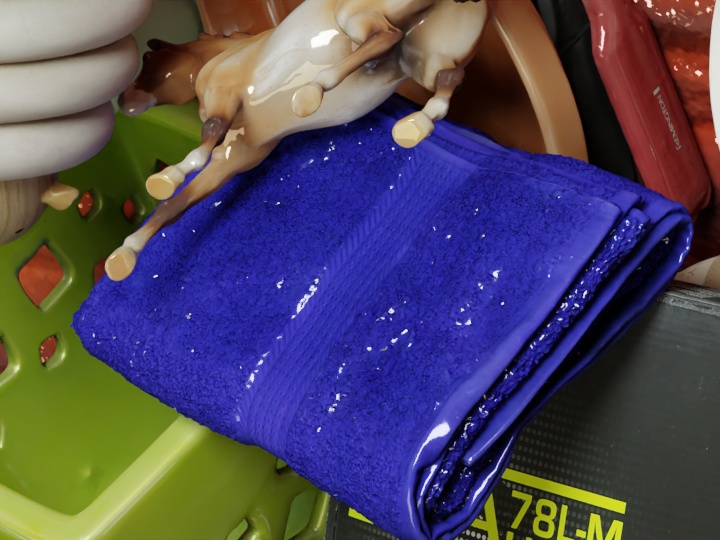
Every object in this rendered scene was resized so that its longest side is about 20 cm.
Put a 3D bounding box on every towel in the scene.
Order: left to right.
[{"bbox_3d":[0.000,0.000,1.016,0.200,0.148,0.050,24,157,45],"label":"towel"}]

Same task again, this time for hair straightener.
[{"bbox_3d":[0.060,-0.098,1.064,0.077,0.041,0.201,-1,128,40],"label":"hair straightener"}]

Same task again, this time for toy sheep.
[{"bbox_3d":[-0.135,-0.103,1.029,0.137,0.138,0.201,11,114,33],"label":"toy sheep"}]

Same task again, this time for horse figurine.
[{"bbox_3d":[-0.014,-0.068,0.999,0.199,0.133,0.050,-26,110,33],"label":"horse figurine"}]

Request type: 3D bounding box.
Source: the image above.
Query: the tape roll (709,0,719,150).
[{"bbox_3d":[0.207,-0.064,0.901,0.202,0.037,0.204,2,98,16],"label":"tape roll"}]

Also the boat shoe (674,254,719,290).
[{"bbox_3d":[0.144,0.092,1.040,0.065,0.072,0.201,-25,71,46],"label":"boat shoe"}]

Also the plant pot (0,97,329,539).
[{"bbox_3d":[-0.079,0.065,1.175,0.199,0.200,0.182,25,152,40],"label":"plant pot"}]

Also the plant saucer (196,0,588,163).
[{"bbox_3d":[0.012,-0.078,1.101,0.200,0.032,0.201,38,148,29],"label":"plant saucer"}]

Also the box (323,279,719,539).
[{"bbox_3d":[0.073,0.094,1.029,0.199,0.047,0.194,15,101,41],"label":"box"}]

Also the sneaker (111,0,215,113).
[{"bbox_3d":[-0.168,-0.114,1.181,0.200,0.118,0.074,24,137,24],"label":"sneaker"}]
